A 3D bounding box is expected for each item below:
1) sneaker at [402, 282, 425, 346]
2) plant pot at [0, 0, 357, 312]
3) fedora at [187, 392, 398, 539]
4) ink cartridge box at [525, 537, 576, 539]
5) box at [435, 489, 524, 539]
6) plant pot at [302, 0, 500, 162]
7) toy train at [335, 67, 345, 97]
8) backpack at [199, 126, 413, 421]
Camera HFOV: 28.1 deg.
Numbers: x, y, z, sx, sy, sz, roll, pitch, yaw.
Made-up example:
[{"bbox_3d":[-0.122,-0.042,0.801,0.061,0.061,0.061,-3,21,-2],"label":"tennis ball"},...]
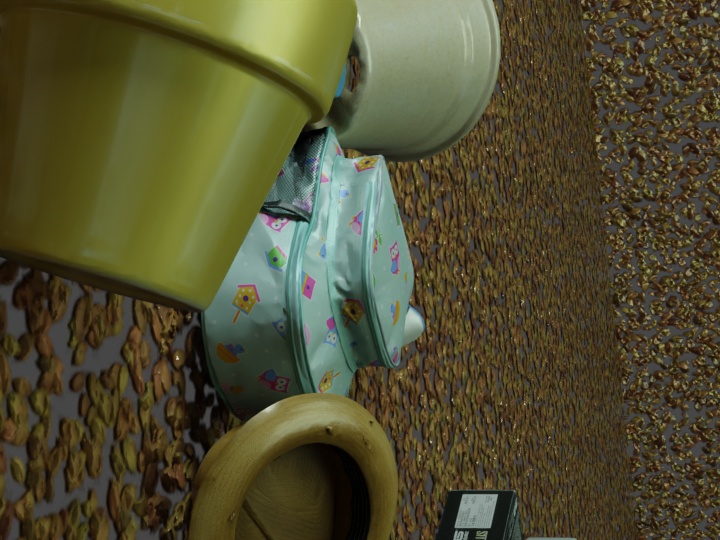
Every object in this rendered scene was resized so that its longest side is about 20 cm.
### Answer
[{"bbox_3d":[0.000,0.000,1.256,0.074,0.081,0.201,85,-9,-48],"label":"sneaker"},{"bbox_3d":[-0.120,-0.084,0.795,0.201,0.199,0.191,34,70,-68],"label":"plant pot"},{"bbox_3d":[-0.062,0.172,1.037,0.199,0.082,0.202,-16,117,-36],"label":"fedora"},{"bbox_3d":[0.287,0.524,2.148,0.201,0.083,0.146,-76,156,-43],"label":"ink cartridge box"},{"bbox_3d":[0.140,0.385,1.696,0.201,0.085,0.165,-67,149,-54],"label":"box"},{"bbox_3d":[-0.011,-0.176,1.179,0.183,0.199,0.202,-25,111,-59],"label":"plant pot"},{"bbox_3d":[-0.091,-0.159,0.997,0.200,0.115,0.086,31,57,-69],"label":"toy train"},{"bbox_3d":[-0.042,0.013,1.081,0.177,0.152,0.201,75,27,-48],"label":"backpack"}]
